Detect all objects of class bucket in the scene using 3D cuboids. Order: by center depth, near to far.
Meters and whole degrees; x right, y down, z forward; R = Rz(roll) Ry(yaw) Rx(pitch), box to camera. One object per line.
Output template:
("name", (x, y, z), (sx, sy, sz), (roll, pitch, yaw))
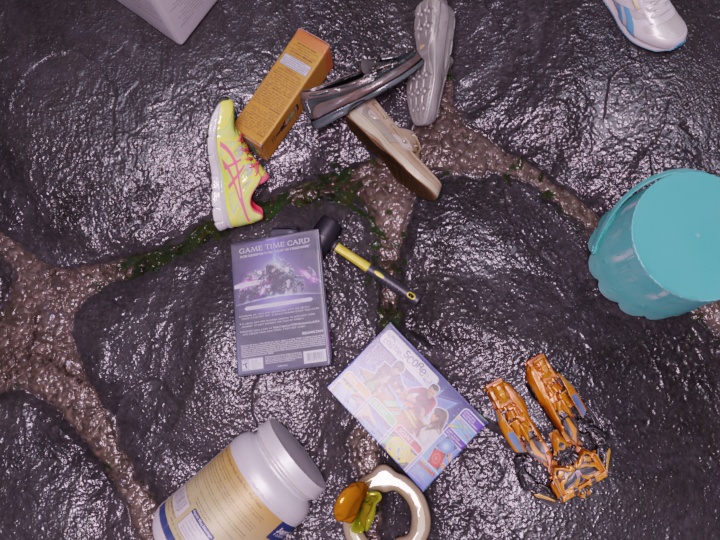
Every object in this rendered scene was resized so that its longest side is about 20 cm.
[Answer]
("bucket", (0.444, -0.035, 0.846), (0.204, 0.135, 0.210), (0, 79, 1))

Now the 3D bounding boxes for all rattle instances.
("rattle", (0.057, 0.361, 0.788), (0.129, 0.143, 0.201), (-29, 72, -20))

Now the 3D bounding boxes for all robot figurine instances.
("robot figurine", (0.267, 0.230, 0.840), (0.144, 0.058, 0.201), (-30, 78, -2))

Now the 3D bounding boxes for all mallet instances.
("mallet", (0.000, 0.000, 0.912), (0.200, 0.041, 0.066), (40, 84, 5))

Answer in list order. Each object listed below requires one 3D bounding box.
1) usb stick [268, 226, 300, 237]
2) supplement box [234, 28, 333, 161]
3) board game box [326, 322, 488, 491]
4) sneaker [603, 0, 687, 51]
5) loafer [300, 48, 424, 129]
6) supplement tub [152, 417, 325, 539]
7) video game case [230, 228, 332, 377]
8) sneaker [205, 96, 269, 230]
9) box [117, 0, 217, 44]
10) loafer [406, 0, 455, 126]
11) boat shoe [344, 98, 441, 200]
("usb stick", (-0.121, 0.031, 0.911), (0.055, 0.033, 0.203), (3, 79, 5))
("supplement box", (-0.123, -0.281, 0.956), (0.068, 0.067, 0.201), (29, 81, 8))
("board game box", (0.067, 0.195, 0.868), (0.135, 0.034, 0.200), (-43, 81, -6))
("sneaker", (0.450, -0.438, 0.954), (0.076, 0.081, 0.201), (-35, 81, -6))
("loafer", (0.000, -0.292, 0.915), (0.199, 0.072, 0.063), (-29, 110, 7))
("supplement tub", (-0.159, 0.312, 0.800), (0.200, 0.144, 0.145), (-41, 80, -5))
("video game case", (-0.119, 0.047, 0.882), (0.141, 0.019, 0.203), (-8, 76, 10))
("sneaker", (-0.185, -0.162, 0.909), (0.089, 0.078, 0.202), (-1, 115, -4))
("box", (-0.328, -0.529, 0.961), (0.198, 0.171, 0.201), (36, 82, 9))
("loafer", (0.119, -0.330, 0.953), (0.069, 0.070, 0.203), (5, 94, -37))
("boat shoe", (0.062, -0.193, 0.929), (0.065, 0.072, 0.200), (-41, 73, -7))
